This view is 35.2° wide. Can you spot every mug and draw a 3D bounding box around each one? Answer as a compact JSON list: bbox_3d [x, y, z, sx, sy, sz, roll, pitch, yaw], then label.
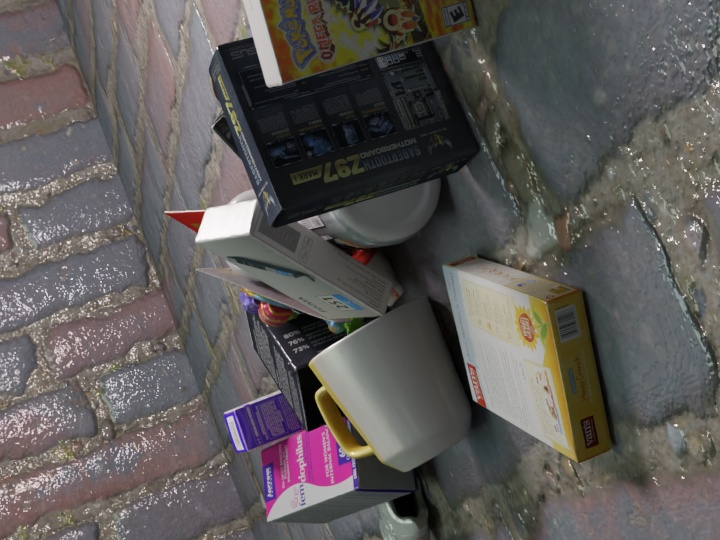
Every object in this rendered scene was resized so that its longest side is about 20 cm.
[{"bbox_3d":[0.042,0.134,1.245,0.154,0.149,0.187,60,166,7],"label":"mug"}]

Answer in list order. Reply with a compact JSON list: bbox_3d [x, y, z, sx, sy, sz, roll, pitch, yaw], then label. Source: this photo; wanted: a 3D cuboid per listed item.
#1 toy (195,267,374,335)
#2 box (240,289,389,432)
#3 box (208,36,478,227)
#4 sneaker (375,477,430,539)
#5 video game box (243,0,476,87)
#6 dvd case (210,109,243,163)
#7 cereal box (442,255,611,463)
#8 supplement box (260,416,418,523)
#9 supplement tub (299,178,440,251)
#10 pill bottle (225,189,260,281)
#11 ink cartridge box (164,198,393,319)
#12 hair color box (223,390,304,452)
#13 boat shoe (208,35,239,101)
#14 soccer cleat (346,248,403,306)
[{"bbox_3d":[-0.090,0.043,1.355,0.199,0.115,0.048,16,98,24],"label":"toy"},{"bbox_3d":[-0.047,0.085,1.436,0.200,0.147,0.105,-129,25,-51],"label":"box"},{"bbox_3d":[-0.015,-0.141,1.004,0.159,0.199,0.051,66,158,11],"label":"box"},{"bbox_3d":[0.038,0.278,1.523,0.200,0.077,0.100,52,148,30],"label":"sneaker"},{"bbox_3d":[-0.015,-0.267,0.900,0.047,0.181,0.202,-161,53,-69],"label":"video game box"},{"bbox_3d":[-0.090,-0.117,1.325,0.200,0.025,0.151,47,-165,-15],"label":"dvd case"},{"bbox_3d":[0.143,0.071,1.010,0.200,0.039,0.145,-154,47,-67],"label":"cereal box"},{"bbox_3d":[-0.032,0.260,1.478,0.200,0.103,0.102,-32,58,44],"label":"supplement box"},{"bbox_3d":[-0.005,-0.082,1.169,0.200,0.122,0.124,175,76,-73],"label":"supplement tub"},{"bbox_3d":[-0.097,-0.050,1.410,0.200,0.108,0.110,-22,-87,-76],"label":"pill bottle"},{"bbox_3d":[-0.093,-0.007,1.205,0.175,0.199,0.045,-4,62,47],"label":"ink cartridge box"},{"bbox_3d":[-0.080,0.185,1.551,0.109,0.198,0.065,147,104,-73],"label":"hair color box"},{"bbox_3d":[-0.147,-0.245,1.442,0.200,0.073,0.063,50,-157,-74],"label":"boat shoe"},{"bbox_3d":[0.000,0.000,1.341,0.085,0.069,0.200,45,175,-11],"label":"soccer cleat"}]
